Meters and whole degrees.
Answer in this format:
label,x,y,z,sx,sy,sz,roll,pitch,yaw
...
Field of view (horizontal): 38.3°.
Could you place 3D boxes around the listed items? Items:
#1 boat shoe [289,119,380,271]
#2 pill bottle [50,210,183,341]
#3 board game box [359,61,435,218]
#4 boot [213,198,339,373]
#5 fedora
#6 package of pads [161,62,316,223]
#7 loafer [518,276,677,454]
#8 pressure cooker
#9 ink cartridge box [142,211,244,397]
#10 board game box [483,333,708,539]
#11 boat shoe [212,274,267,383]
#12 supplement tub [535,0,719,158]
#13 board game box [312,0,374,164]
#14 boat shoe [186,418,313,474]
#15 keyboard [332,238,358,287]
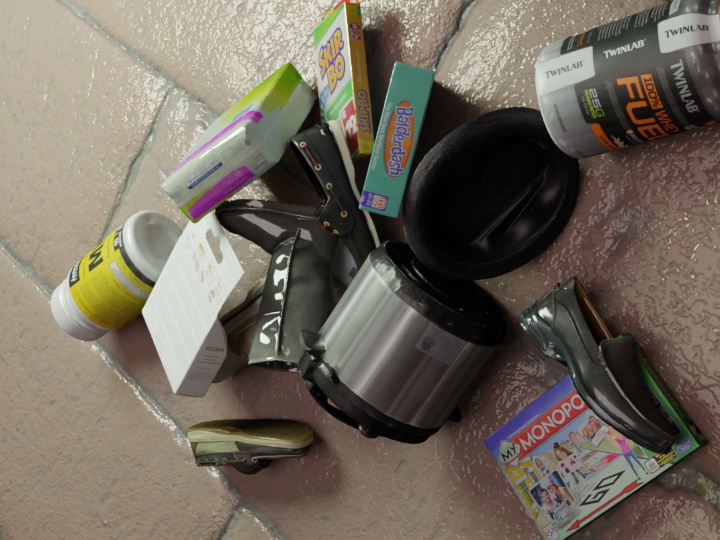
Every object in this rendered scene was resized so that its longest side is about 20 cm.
label,x,y,z,sx,sy,sz,roll,pitch,yaw
boat shoe,-0.024,-0.071,1.209,0.074,0.063,0.202,-175,63,-78
pill bottle,-0.335,0.013,1.443,0.200,0.114,0.115,-34,70,30
board game box,0.041,-0.144,1.129,0.045,0.200,0.153,15,100,1
boot,-0.108,0.019,1.252,0.181,0.073,0.201,6,81,18
fedora,0.129,-0.090,1.102,0.201,0.200,0.092,-64,24,16
package of pads,-0.146,-0.155,1.270,0.154,0.200,0.068,-32,109,30
loafer,0.242,0.091,1.016,0.072,0.073,0.200,-50,63,18
pressure cooker,0.038,0.089,1.127,0.176,0.178,0.200,39,108,22
ink cartridge box,-0.198,0.032,1.299,0.200,0.047,0.160,-57,42,25
board game box,0.238,0.178,1.075,0.200,0.029,0.135,-44,66,27
boat shoe,-0.138,0.084,1.322,0.200,0.075,0.068,-48,58,24
supplement tub,0.281,-0.188,0.996,0.199,0.122,0.123,-14,81,36
board game box,-0.022,-0.228,1.254,0.095,0.030,0.201,-16,75,62
boat shoe,-0.138,0.228,1.328,0.199,0.073,0.065,-2,98,39
keyboard,0.000,0.000,1.266,0.200,0.011,0.056,44,118,29
